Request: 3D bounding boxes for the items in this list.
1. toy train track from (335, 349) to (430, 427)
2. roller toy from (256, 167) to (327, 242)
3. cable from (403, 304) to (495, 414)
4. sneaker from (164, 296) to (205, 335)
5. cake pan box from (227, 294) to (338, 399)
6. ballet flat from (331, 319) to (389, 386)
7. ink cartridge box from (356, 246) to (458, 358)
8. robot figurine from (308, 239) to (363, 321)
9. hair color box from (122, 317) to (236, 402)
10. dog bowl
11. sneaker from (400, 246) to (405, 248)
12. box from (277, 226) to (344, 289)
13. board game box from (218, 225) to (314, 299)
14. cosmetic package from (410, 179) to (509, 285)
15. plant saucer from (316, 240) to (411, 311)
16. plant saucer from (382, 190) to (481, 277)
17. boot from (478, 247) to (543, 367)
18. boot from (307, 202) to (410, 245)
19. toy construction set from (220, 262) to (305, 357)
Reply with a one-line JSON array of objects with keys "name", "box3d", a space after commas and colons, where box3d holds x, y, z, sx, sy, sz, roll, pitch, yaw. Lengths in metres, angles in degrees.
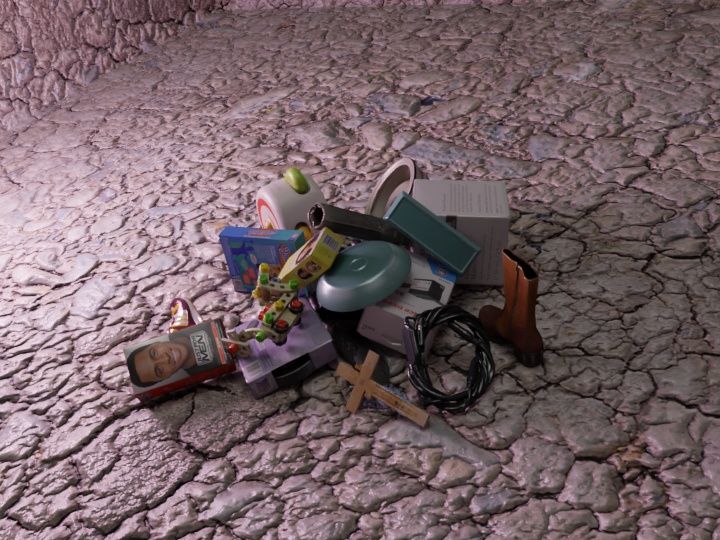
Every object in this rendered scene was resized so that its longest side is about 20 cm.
[{"name": "toy train track", "box3d": [0.043, 0.218, 1.494, 0.199, 0.116, 0.032, 28, 8, 30]}, {"name": "roller toy", "box3d": [-0.160, -0.123, 1.977, 0.139, 0.202, 0.182, -24, -1, -20]}, {"name": "cable", "box3d": [0.161, 0.160, 1.505, 0.161, 0.051, 0.202, -3, 61, -18]}, {"name": "sneaker", "box3d": [-0.380, 0.121, 1.773, 0.089, 0.076, 0.200, -21, 32, -24]}, {"name": "cake pan box", "box3d": [-0.155, 0.147, 1.661, 0.183, 0.053, 0.200, -28, 34, -8]}, {"name": "ballet flat", "box3d": [0.001, 0.167, 1.610, 0.066, 0.057, 0.200, -2, 32, -28]}, {"name": "ink cartridge box", "box3d": [0.096, 0.060, 1.651, 0.144, 0.084, 0.201, 22, 40, 6]}, {"name": "robot figurine", "box3d": [-0.043, 0.023, 1.760, 0.149, 0.126, 0.200, -19, 33, -10]}, {"name": "hair color box", "box3d": [-0.353, 0.174, 1.651, 0.198, 0.061, 0.103, -18, 71, -8]}, {"name": "dog bowl", "box3d": [0.092, -0.157, 1.957, 0.200, 0.073, 0.202, -45, 29, 34]}, {"name": "sneaker", "box3d": [0.058, -0.017, 1.828, 0.077, 0.083, 0.201, -5, 34, 10]}, {"name": "box", "box3d": [-0.108, -0.013, 1.690, 0.200, 0.050, 0.076, -37, 22, 55]}, {"name": "board game box", "box3d": [-0.203, -0.018, 1.855, 0.198, 0.154, 0.045, 6, 35, 25]}, {"name": "cosmetic package", "box3d": [0.205, -0.082, 1.772, 0.197, 0.167, 0.166, 1, 32, 5]}, {"name": "plant saucer", "box3d": [0.000, 0.000, 1.621, 0.198, 0.036, 0.201, -18, 33, 12]}, {"name": "plant saucer", "box3d": [0.142, -0.071, 1.663, 0.070, 0.199, 0.019, -53, 5, 7]}, {"name": "boot", "box3d": [0.265, 0.052, 1.538, 0.068, 0.202, 0.189, -18, 32, -9]}, {"name": "boot", "box3d": [-0.013, -0.092, 1.727, 0.197, 0.074, 0.182, 3, -1, -18]}, {"name": "toy construction set", "box3d": [-0.183, 0.083, 1.636, 0.130, 0.093, 0.201, 22, 57, 12]}]
